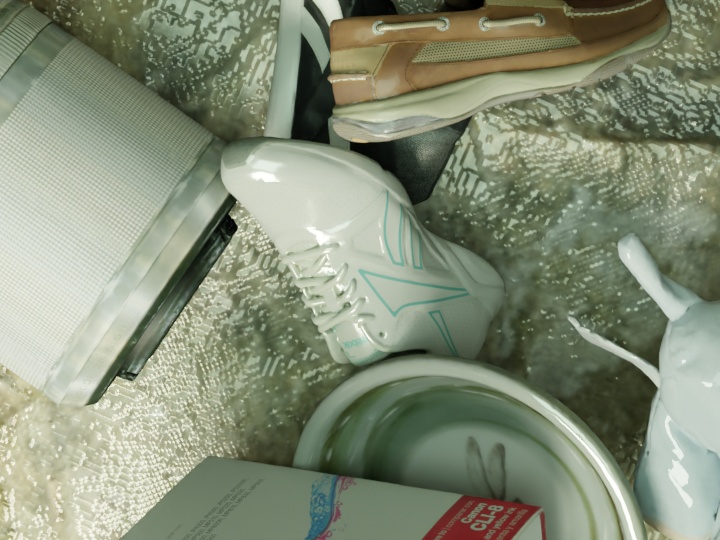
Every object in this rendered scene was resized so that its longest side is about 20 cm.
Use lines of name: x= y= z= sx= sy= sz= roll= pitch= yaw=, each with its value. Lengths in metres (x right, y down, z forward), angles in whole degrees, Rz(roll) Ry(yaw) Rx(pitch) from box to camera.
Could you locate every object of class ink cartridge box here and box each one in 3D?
ink cartridge box: x=-0.020 y=0.197 z=1.482 sx=0.199 sy=0.145 sz=0.146 roll=7 pitch=118 yaw=26

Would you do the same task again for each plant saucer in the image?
plant saucer: x=0.061 y=0.126 z=1.523 sx=0.199 sy=0.050 sz=0.201 roll=12 pitch=119 yaw=22

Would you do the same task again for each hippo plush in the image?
hippo plush: x=0.221 y=0.055 z=1.482 sx=0.200 sy=0.161 sz=0.159 roll=45 pitch=146 yaw=11

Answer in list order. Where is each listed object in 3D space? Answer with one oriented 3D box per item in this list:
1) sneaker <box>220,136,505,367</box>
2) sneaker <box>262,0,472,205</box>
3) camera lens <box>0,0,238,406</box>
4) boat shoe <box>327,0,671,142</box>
sneaker: x=0.000 y=0.000 z=1.500 sx=0.200 sy=0.070 sz=0.081 roll=38 pitch=60 yaw=-37
sneaker: x=0.013 y=-0.125 z=1.531 sx=0.111 sy=0.073 sz=0.201 roll=8 pitch=110 yaw=1
camera lens: x=-0.171 y=-0.040 z=1.515 sx=0.200 sy=0.160 sz=0.160 roll=35 pitch=103 yaw=-2
boat shoe: x=0.071 y=-0.120 z=1.483 sx=0.199 sy=0.076 sz=0.072 roll=-18 pitch=97 yaw=-30
